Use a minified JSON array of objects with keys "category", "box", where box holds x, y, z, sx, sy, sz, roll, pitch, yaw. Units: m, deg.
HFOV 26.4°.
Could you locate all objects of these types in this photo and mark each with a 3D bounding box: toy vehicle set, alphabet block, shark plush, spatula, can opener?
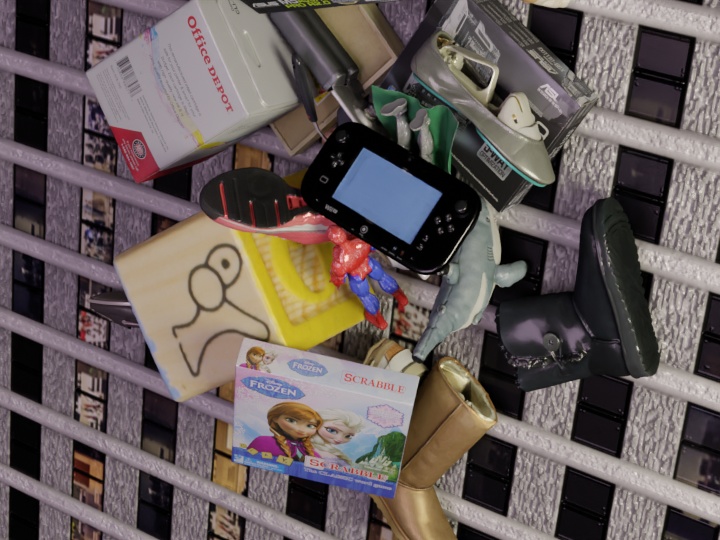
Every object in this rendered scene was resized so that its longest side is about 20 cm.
[{"category":"toy vehicle set","box":[-0.047,-0.237,1.760,0.200,0.026,0.125,-38,83,37]},{"category":"alphabet block","box":[-0.133,0.016,1.797,0.199,0.196,0.197,-22,94,37]},{"category":"shark plush","box":[0.094,0.015,1.657,0.090,0.200,0.084,20,149,39]},{"category":"spatula","box":[-0.043,-0.160,1.728,0.057,0.020,0.201,54,170,51]},{"category":"can opener","box":[-0.038,-0.211,1.711,0.201,0.053,0.067,53,127,10]}]

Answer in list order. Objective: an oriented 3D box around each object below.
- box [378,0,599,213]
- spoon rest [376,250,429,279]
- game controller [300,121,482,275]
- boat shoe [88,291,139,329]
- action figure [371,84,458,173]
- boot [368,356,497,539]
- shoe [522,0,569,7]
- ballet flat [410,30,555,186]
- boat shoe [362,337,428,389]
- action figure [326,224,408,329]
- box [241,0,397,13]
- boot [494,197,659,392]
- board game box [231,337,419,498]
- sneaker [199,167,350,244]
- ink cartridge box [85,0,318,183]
[{"category":"box","box":[0.134,-0.188,1.636,0.200,0.050,0.158,47,126,14]},{"category":"spoon rest","box":[0.053,-0.035,1.685,0.060,0.200,0.100,-39,106,-5]},{"category":"game controller","box":[0.030,-0.075,1.590,0.199,0.042,0.105,32,78,29]},{"category":"boat shoe","box":[-0.271,0.062,1.988,0.198,0.067,0.058,3,102,30]},{"category":"action figure","box":[0.065,-0.101,1.672,0.118,0.055,0.201,31,151,34]},{"category":"boot","box":[0.096,0.229,1.790,0.175,0.066,0.200,47,124,13]},{"category":"shoe","box":[0.223,-0.350,1.525,0.053,0.070,0.201,18,119,-19]},{"category":"ballet flat","box":[0.134,-0.170,1.569,0.200,0.067,0.064,44,118,16]},{"category":"boat shoe","box":[0.004,0.165,1.833,0.068,0.074,0.201,45,116,18]},{"category":"action figure","box":[0.000,0.000,1.697,0.065,0.200,0.052,-43,62,-6]},{"category":"box","box":[-0.032,-0.365,1.652,0.198,0.044,0.162,2,76,34]},{"category":"boot","box":[0.216,0.031,1.633,0.167,0.076,0.202,-7,107,32]},{"category":"board game box","box":[-0.044,0.168,1.715,0.197,0.041,0.201,12,141,4]},{"category":"sneaker","box":[-0.080,-0.056,1.669,0.087,0.198,0.075,118,152,-58]},{"category":"ink cartridge box","box":[-0.179,-0.214,1.750,0.199,0.144,0.147,-24,91,38]}]
